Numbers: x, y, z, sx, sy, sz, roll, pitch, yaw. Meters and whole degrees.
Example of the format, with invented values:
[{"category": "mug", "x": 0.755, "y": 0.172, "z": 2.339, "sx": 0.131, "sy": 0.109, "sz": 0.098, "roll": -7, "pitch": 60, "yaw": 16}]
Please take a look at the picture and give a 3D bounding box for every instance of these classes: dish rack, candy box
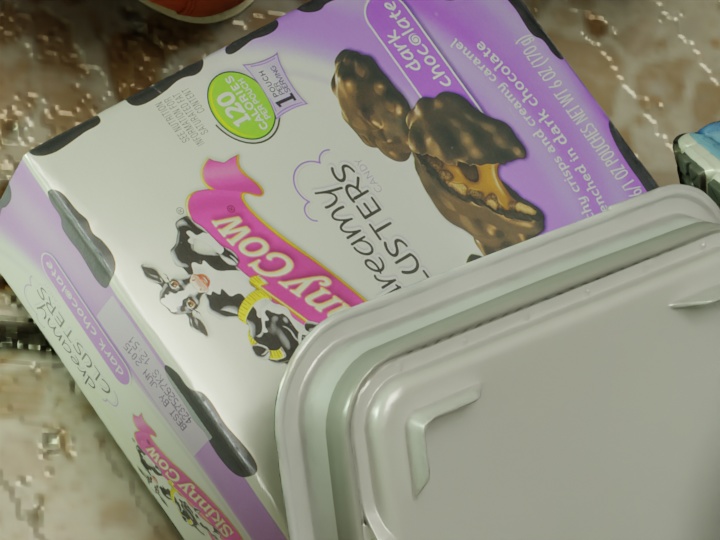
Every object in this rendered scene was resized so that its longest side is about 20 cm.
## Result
[{"category": "dish rack", "x": 0.068, "y": 0.077, "z": 0.895, "sx": 0.199, "sy": 0.043, "sz": 0.173, "roll": -20, "pitch": 111, "yaw": -35}, {"category": "candy box", "x": 0.000, "y": 0.000, "z": 0.950, "sx": 0.199, "sy": 0.072, "sz": 0.168, "roll": -31, "pitch": 81, "yaw": -31}]

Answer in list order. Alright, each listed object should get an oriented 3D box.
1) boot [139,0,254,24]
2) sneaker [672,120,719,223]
[{"category": "boot", "x": -0.115, "y": -0.153, "z": 0.950, "sx": 0.199, "sy": 0.107, "sz": 0.075, "roll": 29, "pitch": 95, "yaw": -4}, {"category": "sneaker", "x": 0.187, "y": -0.003, "z": 0.949, "sx": 0.090, "sy": 0.079, "sz": 0.200, "roll": -34, "pitch": 41, "yaw": -21}]
